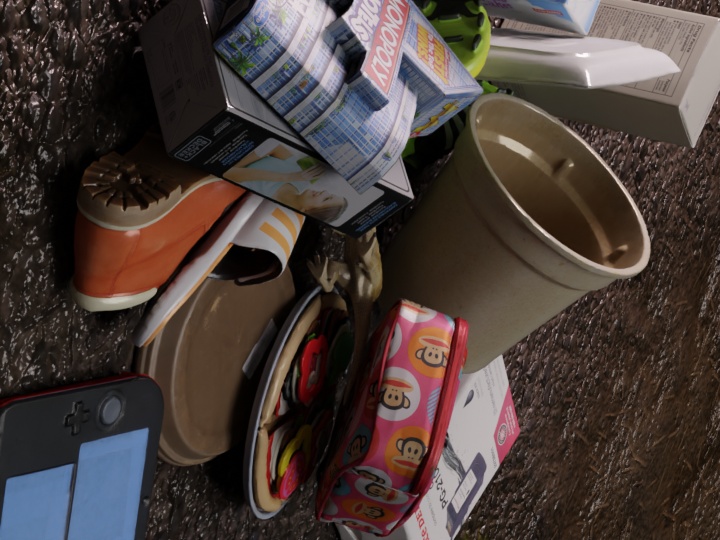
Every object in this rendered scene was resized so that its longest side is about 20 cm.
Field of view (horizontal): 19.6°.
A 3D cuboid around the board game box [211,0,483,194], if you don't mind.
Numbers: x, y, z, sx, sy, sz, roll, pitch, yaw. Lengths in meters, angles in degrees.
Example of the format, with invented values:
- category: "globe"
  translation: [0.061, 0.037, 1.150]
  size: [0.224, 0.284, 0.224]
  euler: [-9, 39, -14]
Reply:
- category: "board game box"
  translation: [-0.001, -0.154, 1.482]
  size: [0.200, 0.062, 0.200]
  euler: [43, 29, -20]

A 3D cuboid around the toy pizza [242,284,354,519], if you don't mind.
- category: "toy pizza"
  translation: [-0.045, 0.110, 1.715]
  size: [0.200, 0.032, 0.201]
  euler: [15, 90, -75]

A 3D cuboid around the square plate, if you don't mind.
- category: "square plate"
  translation: [0.146, -0.183, 1.774]
  size: [0.198, 0.199, 0.029]
  euler: [-17, 114, -57]

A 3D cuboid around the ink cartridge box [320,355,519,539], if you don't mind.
- category: "ink cartridge box"
  translation: [0.058, 0.167, 1.920]
  size: [0.200, 0.084, 0.145]
  euler: [-55, 146, -31]

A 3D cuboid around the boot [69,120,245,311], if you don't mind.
- category: "boot"
  translation: [-0.138, -0.042, 1.485]
  size: [0.200, 0.075, 0.108]
  euler: [-32, 144, -51]

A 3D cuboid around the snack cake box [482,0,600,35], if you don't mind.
- category: "snack cake box"
  translation: [0.175, -0.319, 1.844]
  size: [0.067, 0.114, 0.201]
  euler: [38, 70, -59]

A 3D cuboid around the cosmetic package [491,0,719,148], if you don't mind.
- category: "cosmetic package"
  translation: [0.226, -0.191, 1.912]
  size: [0.104, 0.199, 0.073]
  euler: [-62, 151, -19]

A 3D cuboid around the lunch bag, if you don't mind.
- category: "lunch bag"
  translation: [0.025, 0.112, 1.706]
  size: [0.200, 0.081, 0.177]
  euler: [120, -16, -64]

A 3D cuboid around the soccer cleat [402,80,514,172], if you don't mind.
- category: "soccer cleat"
  translation: [0.068, -0.131, 1.816]
  size: [0.200, 0.067, 0.081]
  euler: [-14, 132, -56]

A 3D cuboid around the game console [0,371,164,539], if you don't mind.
- category: "game console"
  translation: [-0.212, 0.176, 1.492]
  size: [0.177, 0.031, 0.201]
  euler: [-12, 114, -58]

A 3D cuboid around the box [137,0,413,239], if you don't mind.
- category: "box"
  translation: [-0.058, -0.110, 1.476]
  size: [0.200, 0.060, 0.117]
  euler: [25, 40, -45]

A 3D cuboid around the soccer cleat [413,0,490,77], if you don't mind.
- category: "soccer cleat"
  translation: [0.063, -0.187, 1.662]
  size: [0.200, 0.064, 0.084]
  euler: [-111, -167, -56]

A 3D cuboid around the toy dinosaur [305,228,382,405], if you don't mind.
- category: "toy dinosaur"
  translation: [0.000, 0.000, 1.683]
  size: [0.101, 0.058, 0.201]
  euler: [41, 46, -65]

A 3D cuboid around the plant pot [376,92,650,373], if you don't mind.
- category: "plant pot"
  translation: [0.115, -0.016, 1.791]
  size: [0.184, 0.201, 0.200]
  euler: [-47, 164, 29]

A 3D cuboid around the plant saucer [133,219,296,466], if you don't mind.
- category: "plant saucer"
  translation: [-0.107, 0.058, 1.625]
  size: [0.200, 0.029, 0.201]
  euler: [-37, 135, -50]

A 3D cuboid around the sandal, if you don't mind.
- category: "sandal"
  translation: [-0.091, -0.006, 1.534]
  size: [0.207, 0.059, 0.079]
  euler: [-52, -172, -29]
